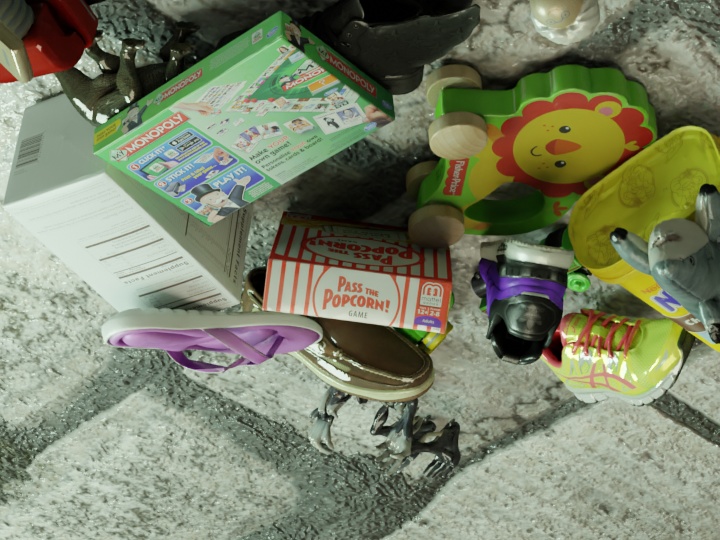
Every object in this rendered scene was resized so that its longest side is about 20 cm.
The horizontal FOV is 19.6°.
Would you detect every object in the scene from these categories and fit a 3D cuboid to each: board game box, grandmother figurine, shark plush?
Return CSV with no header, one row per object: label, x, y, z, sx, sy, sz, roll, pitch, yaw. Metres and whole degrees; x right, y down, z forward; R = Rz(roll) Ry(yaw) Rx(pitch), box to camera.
board game box,0.000,0.000,1.764,0.151,0.200,0.046,7,103,-1
board game box,-0.092,-0.115,1.634,0.200,0.029,0.135,-28,137,30
grandmother figurine,0.106,-0.237,1.527,0.121,0.061,0.200,-14,137,40
shark plush,0.261,0.024,1.638,0.091,0.083,0.200,-19,138,6

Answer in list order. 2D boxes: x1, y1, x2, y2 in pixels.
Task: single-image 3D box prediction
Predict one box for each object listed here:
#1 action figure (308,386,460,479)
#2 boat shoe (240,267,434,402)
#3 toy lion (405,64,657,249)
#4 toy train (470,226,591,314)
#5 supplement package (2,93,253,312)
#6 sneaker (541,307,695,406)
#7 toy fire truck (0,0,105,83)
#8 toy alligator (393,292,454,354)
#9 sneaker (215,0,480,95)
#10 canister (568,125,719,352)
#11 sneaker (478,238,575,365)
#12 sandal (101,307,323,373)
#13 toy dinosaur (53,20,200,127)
action figure,0.015,0.144,2.017,0.119,0.102,0.200,18,163,44
boat shoe,-0.026,0.054,1.888,0.202,0.075,0.075,20,139,23
toy lion,0.143,-0.096,1.716,0.191,0.069,0.200,3,145,-7
toy train,0.177,-0.007,1.843,0.200,0.042,0.056,-27,122,38
supplement package,-0.194,-0.054,1.780,0.109,0.114,0.200,-16,138,27
sneaker,0.223,0.071,1.882,0.090,0.078,0.200,37,154,-18
toy fire truck,-0.260,-0.195,1.526,0.129,0.200,0.176,-9,141,22
toy alligator,0.055,0.044,1.920,0.059,0.054,0.200,45,165,4
sneaker,-0.011,-0.188,1.615,0.200,0.060,0.104,4,145,-4
canister,0.290,-0.020,1.732,0.148,0.087,0.200,-36,136,24
sneaker,0.130,0.029,1.740,0.069,0.100,0.200,8,178,0
sandal,-0.129,0.068,1.817,0.202,0.050,0.082,3,160,-25
toy dinosaur,-0.173,-0.141,1.661,0.200,0.077,0.102,-6,119,-14
